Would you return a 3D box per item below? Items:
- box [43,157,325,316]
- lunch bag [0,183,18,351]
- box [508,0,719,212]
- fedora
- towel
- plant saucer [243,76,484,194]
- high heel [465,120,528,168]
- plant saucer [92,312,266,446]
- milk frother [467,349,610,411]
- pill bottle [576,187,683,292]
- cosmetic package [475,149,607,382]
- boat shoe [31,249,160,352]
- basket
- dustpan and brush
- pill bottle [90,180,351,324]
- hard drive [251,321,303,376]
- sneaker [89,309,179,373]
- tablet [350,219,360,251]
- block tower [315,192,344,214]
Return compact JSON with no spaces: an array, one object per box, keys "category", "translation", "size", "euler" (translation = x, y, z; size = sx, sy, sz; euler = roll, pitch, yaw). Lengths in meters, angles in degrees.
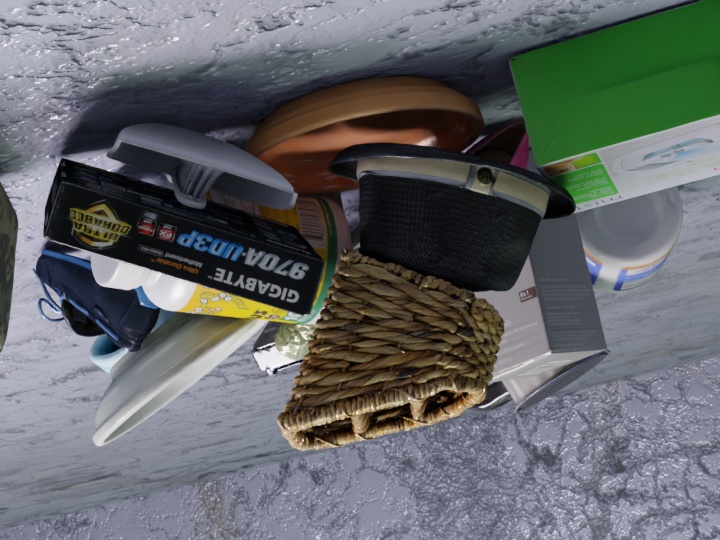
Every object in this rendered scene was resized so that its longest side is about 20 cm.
[{"category":"box","translation":[-0.135,-0.028,1.230],"size":[0.199,0.046,0.159],"euler":[17,-173,-13]},{"category":"lunch bag","translation":[-0.352,-0.015,1.208],"size":[0.167,0.140,0.200],"euler":[5,167,1]},{"category":"box","translation":[0.236,-0.132,1.308],"size":[0.199,0.097,0.176],"euler":[-15,165,12]},{"category":"fedora","translation":[0.066,-0.033,1.289],"size":[0.199,0.092,0.201],"euler":[10,173,1]},{"category":"towel","translation":[0.000,0.000,1.527],"size":[0.148,0.036,0.200],"euler":[-43,-176,29]},{"category":"plant saucer","translation":[-0.002,-0.109,1.317],"size":[0.199,0.038,0.200],"euler":[-12,167,-3]},{"category":"high heel","translation":[0.078,-0.057,1.405],"size":[0.200,0.067,0.096],"euler":[-32,155,-41]},{"category":"plant saucer","translation":[-0.169,0.079,1.479],"size":[0.200,0.050,0.200],"euler":[-38,177,-2]},{"category":"milk frother","translation":[0.176,0.040,1.759],"size":[0.199,0.189,0.180],"euler":[-20,164,-41]},{"category":"pill bottle","translation":[0.268,-0.039,1.705],"size":[0.111,0.113,0.200],"euler":[-12,168,1]},{"category":"cosmetic package","translation":[0.149,-0.005,1.546],"size":[0.090,0.201,0.107],"euler":[-3,163,-41]},{"category":"boat shoe","translation":[-0.247,0.026,1.469],"size":[0.084,0.069,0.200],"euler":[17,180,-29]},{"category":"basket","translation":[0.028,0.088,1.303],"size":[0.142,0.150,0.200],"euler":[19,169,5]},{"category":"dustpan and brush","translation":[-0.130,-0.076,1.260],"size":[0.139,0.058,0.200],"euler":[16,-167,-14]},{"category":"pill bottle","translation":[-0.118,-0.018,1.383],"size":[0.199,0.113,0.113],"euler":[7,160,-28]},{"category":"hard drive","translation":[-0.020,0.028,1.671],"size":[0.139,0.038,0.200],"euler":[-20,-160,25]},{"category":"sneaker","translation":[-0.186,0.028,1.548],"size":[0.082,0.074,0.200],"euler":[16,117,-38]},{"category":"tablet","translation":[0.008,-0.042,1.528],"size":[0.130,0.014,0.200],"euler":[-46,-176,-27]},{"category":"block tower","translation":[-0.114,-0.038,1.485],"size":[0.199,0.058,0.054],"euler":[-5,166,-24]}]
